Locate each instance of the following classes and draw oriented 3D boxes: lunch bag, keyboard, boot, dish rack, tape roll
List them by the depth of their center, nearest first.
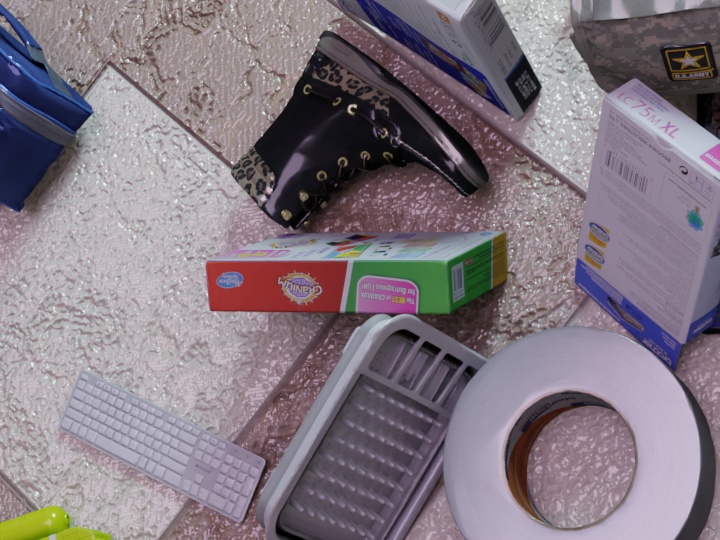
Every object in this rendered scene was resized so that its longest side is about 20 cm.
[{"bbox_3d":[0.251,-0.191,1.361,0.162,0.200,0.119,-3,96,20],"label":"lunch bag"},{"bbox_3d":[0.165,0.147,1.391,0.198,0.066,0.203,-6,74,21],"label":"tape roll"},{"bbox_3d":[0.006,0.130,1.405,0.043,0.171,0.201,30,90,37],"label":"dish rack"},{"bbox_3d":[-0.003,-0.085,1.517,0.203,0.073,0.154,43,97,29],"label":"boot"},{"bbox_3d":[-0.169,0.146,1.555,0.199,0.011,0.057,23,86,25],"label":"keyboard"},{"bbox_3d":[-0.341,-0.168,1.636,0.200,0.136,0.133,42,93,26],"label":"lunch bag"}]

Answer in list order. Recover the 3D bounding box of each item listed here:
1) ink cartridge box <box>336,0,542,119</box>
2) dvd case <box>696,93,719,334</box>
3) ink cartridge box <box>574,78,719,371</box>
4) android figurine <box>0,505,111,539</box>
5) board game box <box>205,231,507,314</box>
[{"bbox_3d":[0.038,-0.216,1.463,0.199,0.198,0.047,37,88,24],"label":"ink cartridge box"},{"bbox_3d":[0.327,-0.053,1.404,0.141,0.018,0.203,-3,76,22],"label":"dvd case"},{"bbox_3d":[0.220,-0.031,1.365,0.042,0.201,0.119,-29,55,-29],"label":"ink cartridge box"},{"bbox_3d":[-0.260,0.288,1.537,0.198,0.041,0.184,-22,69,16],"label":"android figurine"},{"bbox_3d":[0.000,0.000,1.447,0.198,0.153,0.041,0,99,22],"label":"board game box"}]
